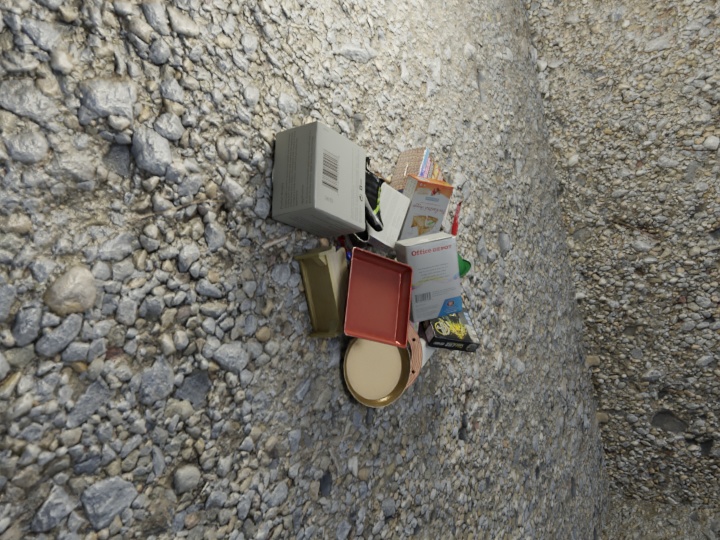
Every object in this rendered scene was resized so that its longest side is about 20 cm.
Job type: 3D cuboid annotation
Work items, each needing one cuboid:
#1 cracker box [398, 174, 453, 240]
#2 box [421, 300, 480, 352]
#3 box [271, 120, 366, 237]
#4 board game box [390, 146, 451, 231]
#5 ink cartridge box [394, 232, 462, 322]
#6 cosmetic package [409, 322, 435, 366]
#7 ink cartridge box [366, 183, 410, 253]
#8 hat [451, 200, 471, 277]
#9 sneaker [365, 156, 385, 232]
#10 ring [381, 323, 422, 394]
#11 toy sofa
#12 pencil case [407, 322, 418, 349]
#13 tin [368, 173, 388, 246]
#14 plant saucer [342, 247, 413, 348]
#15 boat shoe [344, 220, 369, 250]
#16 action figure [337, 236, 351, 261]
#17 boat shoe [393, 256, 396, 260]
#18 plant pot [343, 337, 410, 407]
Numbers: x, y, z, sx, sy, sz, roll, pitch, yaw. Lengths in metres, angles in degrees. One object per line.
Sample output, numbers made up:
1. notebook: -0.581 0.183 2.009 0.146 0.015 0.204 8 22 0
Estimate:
1. cracker box: 0.170 -0.158 1.719 0.132 0.058 0.203 4 113 -34
2. box: 0.247 0.141 1.776 0.158 0.049 0.202 13 39 -25
3. box: -0.090 -0.199 1.386 0.199 0.129 0.203 18 70 -54
4. board game box: 0.185 -0.238 1.835 0.200 0.095 0.162 50 46 -40
5. ink cartridge box: 0.175 0.014 1.568 0.142 0.085 0.204 -11 106 -14
6. cosmetic package: 0.176 0.210 1.762 0.200 0.081 0.052 -41 118 -52
7. ink cartridge box: 0.022 -0.163 1.588 0.198 0.047 0.162 29 63 -16
8. hat: 0.238 -0.080 1.822 0.200 0.162 0.179 -61 138 -64
9. sneaker: 0.029 -0.199 1.519 0.072 0.082 0.203 108 -40 -84
10. ring: 0.074 0.219 1.591 0.197 0.019 0.205 3 82 -25
11. toy sofa: -0.077 0.048 1.406 0.097 0.082 0.204 -21 102 -52
12. pencil case: 0.129 0.120 1.703 0.087 0.086 0.203 41 52 -45
13. tin: 0.040 -0.166 1.661 0.111 0.041 0.204 20 68 -49
14. plant saucer: 0.036 0.068 1.431 0.198 0.036 0.204 17 72 -39
15. boat shoe: -0.024 -0.148 1.494 0.069 0.066 0.204 -9 78 -28
16. action figure: 0.000 0.000 1.558 0.065 0.051 0.203 -35 117 -36
17. boat shoe: 0.133 -0.016 1.743 0.200 0.062 0.075 -20 87 -60
18. plant pot: 0.039 0.242 1.540 0.197 0.027 0.205 4 82 -29
